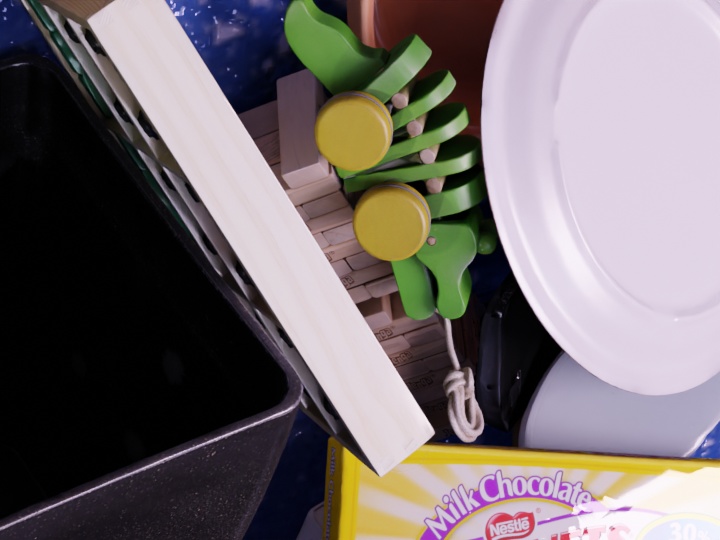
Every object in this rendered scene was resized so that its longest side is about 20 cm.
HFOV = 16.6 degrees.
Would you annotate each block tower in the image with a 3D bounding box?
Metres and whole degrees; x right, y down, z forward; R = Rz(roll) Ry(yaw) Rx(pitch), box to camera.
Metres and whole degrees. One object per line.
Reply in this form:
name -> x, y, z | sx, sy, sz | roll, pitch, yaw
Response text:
block tower -> 0.000, 0.000, 1.050 | 0.057, 0.054, 0.200 | -19, 139, 15

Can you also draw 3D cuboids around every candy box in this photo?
candy box -> 0.080, 0.125, 1.019 | 0.199, 0.026, 0.103 | 4, 87, -17

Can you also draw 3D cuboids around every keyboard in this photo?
keyboard -> 0.088, -0.003, 1.106 | 0.200, 0.039, 0.105 | -47, 145, -45

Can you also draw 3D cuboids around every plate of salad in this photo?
plate of salad -> 0.111, -0.048, 1.031 | 0.199, 0.048, 0.202 | 7, 79, -45

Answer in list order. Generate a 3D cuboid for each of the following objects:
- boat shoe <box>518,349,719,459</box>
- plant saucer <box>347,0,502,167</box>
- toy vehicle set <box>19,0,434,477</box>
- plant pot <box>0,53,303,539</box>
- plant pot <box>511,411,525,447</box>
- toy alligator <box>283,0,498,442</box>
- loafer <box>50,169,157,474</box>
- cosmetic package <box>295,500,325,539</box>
boat shoe -> 0.139, 0.038, 1.110 | 0.200, 0.071, 0.091 | -43, 176, -21
plant saucer -> 0.074, -0.139, 1.036 | 0.199, 0.037, 0.201 | -22, 131, -27
toy vehicle set -> -0.053, -0.026, 0.901 | 0.026, 0.124, 0.201 | -36, 112, -9
plant pot -> -0.158, 0.071, 0.901 | 0.199, 0.200, 0.178 | -22, 143, -25
plant pot -> 0.121, 0.121, 1.170 | 0.027, 0.201, 0.200 | -23, 142, 22
toy alligator -> 0.030, -0.025, 0.979 | 0.054, 0.059, 0.201 | -18, 109, 18
loafer -> -0.092, 0.044, 1.009 | 0.070, 0.070, 0.201 | -12, 127, -32
cosmetic package -> 0.008, 0.190, 1.128 | 0.087, 0.103, 0.201 | -24, 148, -40
